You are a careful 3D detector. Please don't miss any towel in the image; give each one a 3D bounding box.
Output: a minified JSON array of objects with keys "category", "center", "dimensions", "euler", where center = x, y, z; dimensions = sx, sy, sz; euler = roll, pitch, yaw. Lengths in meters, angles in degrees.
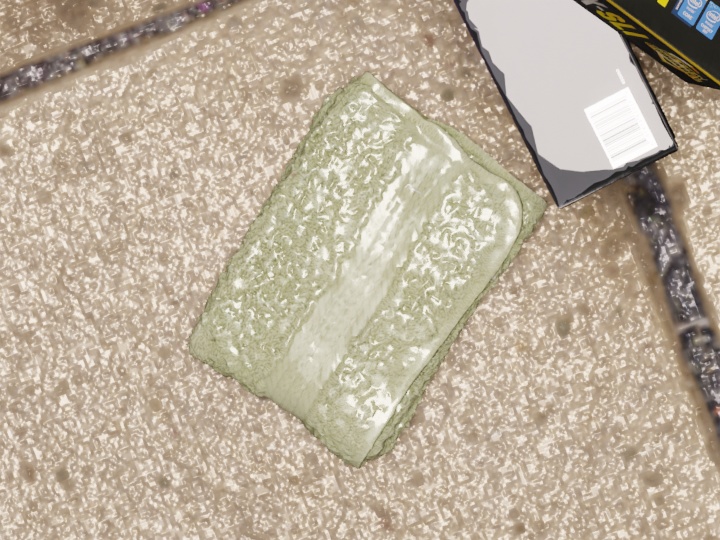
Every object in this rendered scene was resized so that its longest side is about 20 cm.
[{"category":"towel","center":[0.000,0.000,1.386],"dimensions":[0.148,0.036,0.201],"euler":[34,98,4]}]

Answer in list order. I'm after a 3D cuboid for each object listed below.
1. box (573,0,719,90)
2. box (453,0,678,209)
[{"category":"box","center":[0.150,-0.208,1.201],"dimensions":[0.199,0.049,0.160],"euler":[32,86,-28]},{"category":"box","center":[0.100,-0.143,1.309],"dimensions":[0.078,0.141,0.201],"euler":[-27,91,11]}]
